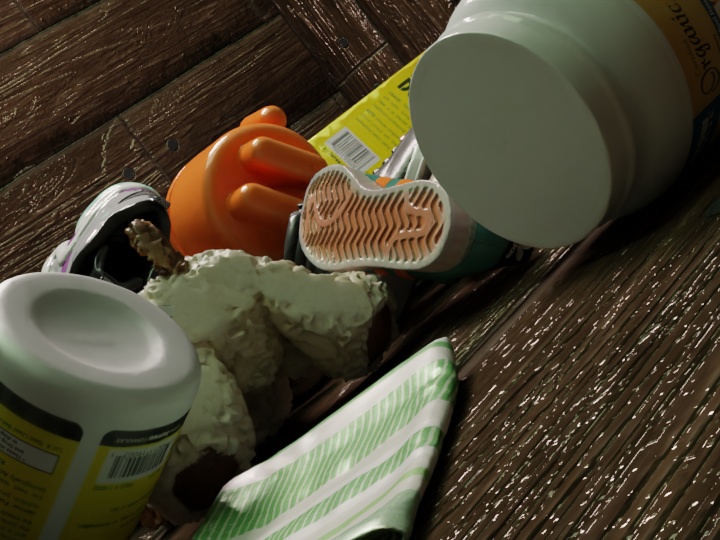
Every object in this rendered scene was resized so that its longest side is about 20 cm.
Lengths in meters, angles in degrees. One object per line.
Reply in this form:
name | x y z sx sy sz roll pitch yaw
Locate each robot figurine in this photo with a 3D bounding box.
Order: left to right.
robot figurine | -0.096 -0.052 1.028 0.117 0.144 0.200 -24 3 -25

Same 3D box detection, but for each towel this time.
towel | -0.027 0.100 0.522 0.152 0.023 0.200 -36 5 18

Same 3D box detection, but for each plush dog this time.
plush dog | -0.095 0.066 0.782 0.200 0.160 0.172 -41 -18 -30

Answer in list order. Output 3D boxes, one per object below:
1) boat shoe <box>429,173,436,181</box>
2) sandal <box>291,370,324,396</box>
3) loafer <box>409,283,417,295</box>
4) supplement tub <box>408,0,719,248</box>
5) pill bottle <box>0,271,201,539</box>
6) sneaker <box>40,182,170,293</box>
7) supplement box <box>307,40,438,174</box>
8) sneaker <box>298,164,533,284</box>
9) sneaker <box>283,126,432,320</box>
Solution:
boat shoe | 0.111 -0.073 0.889 0.075 0.075 0.202 -19 19 32
sandal | -0.121 0.034 0.923 0.211 0.070 0.078 12 58 34
loafer | 0.000 0.000 0.958 0.200 0.075 0.070 -51 42 5
supplement tub | 0.134 -0.116 0.664 0.200 0.145 0.145 -41 6 -33
pill bottle | -0.167 0.110 0.636 0.200 0.112 0.112 -63 -6 22
sneaker | -0.205 0.022 0.916 0.200 0.078 0.140 -61 20 -5
supplement box | 0.059 -0.101 1.085 0.200 0.110 0.109 -39 -32 -9
sneaker | 0.031 -0.024 0.796 0.200 0.080 0.072 15 92 59
sneaker | 0.008 -0.057 0.907 0.200 0.099 0.071 -66 -30 -16
